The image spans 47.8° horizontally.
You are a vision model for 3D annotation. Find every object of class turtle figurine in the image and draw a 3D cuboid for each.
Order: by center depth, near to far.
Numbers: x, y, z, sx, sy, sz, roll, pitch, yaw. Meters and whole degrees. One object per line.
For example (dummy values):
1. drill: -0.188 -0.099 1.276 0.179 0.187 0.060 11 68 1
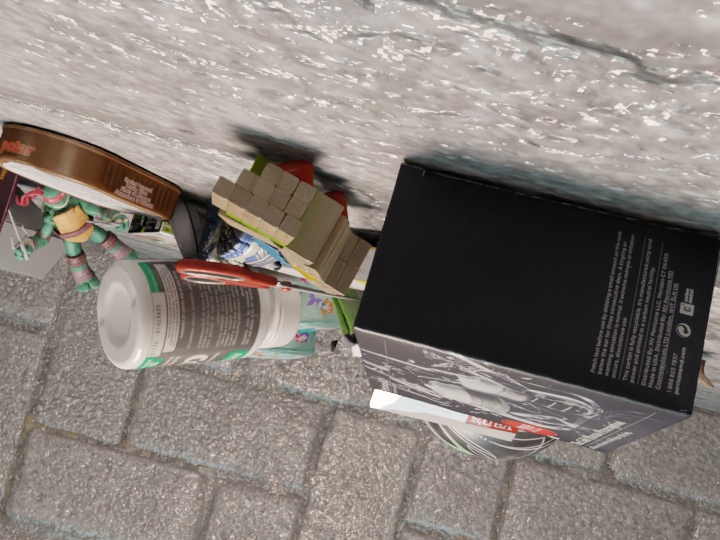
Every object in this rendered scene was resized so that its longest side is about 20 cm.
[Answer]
1. turtle figurine: -0.389 -0.057 1.113 0.149 0.101 0.200 -18 147 -1

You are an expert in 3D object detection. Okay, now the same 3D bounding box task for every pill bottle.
1. pill bottle: -0.171 0.043 0.883 0.200 0.113 0.113 -1 -173 -40

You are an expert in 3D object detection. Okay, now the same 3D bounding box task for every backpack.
1. backpack: -0.116 0.048 1.137 0.200 0.151 0.178 -4 -179 -13

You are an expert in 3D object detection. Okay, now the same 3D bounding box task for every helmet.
1. helmet: 0.163 0.135 0.992 0.200 0.191 0.200 -11 179 0

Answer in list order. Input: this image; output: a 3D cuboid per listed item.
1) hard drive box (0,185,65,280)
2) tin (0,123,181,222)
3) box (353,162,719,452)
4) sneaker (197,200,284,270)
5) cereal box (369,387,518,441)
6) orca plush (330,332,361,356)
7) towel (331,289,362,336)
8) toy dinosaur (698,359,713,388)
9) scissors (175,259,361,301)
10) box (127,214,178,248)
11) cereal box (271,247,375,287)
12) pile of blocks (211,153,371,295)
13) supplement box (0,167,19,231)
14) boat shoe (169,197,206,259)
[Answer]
1. hard drive box: -0.530 -0.077 1.133 0.156 0.077 0.200 40 -175 22
2. tin: -0.254 -0.088 0.772 0.112 0.042 0.200 17 176 23
3. box: 0.100 0.036 0.524 0.182 0.104 0.200 15 164 9
4. sneaker: -0.106 -0.027 0.795 0.085 0.077 0.200 13 176 -22
5. cereal box: 0.099 0.065 0.710 0.144 0.040 0.200 14 132 -2
6. orca plush: 0.068 0.074 0.880 0.200 0.071 0.105 -1 135 -3
7. towel: 0.026 0.058 1.070 0.200 0.031 0.149 24 -150 -44
8. toy dinosaur: 0.409 0.140 1.090 0.135 0.086 0.200 6 163 -26
9. scissors: -0.081 0.014 0.788 0.200 0.014 0.073 10 166 -18
10. box: -0.243 -0.051 1.113 0.110 0.035 0.200 18 174 -27
11. cereal box: 0.000 0.000 0.851 0.200 0.040 0.144 9 175 45
12. pile of blocks: -0.045 -0.041 0.584 0.082 0.062 0.200 26 170 18
13. supplement box: -0.450 -0.098 0.799 0.200 0.111 0.086 18 174 -28
14. boat shoe: -0.176 -0.035 0.946 0.066 0.072 0.200 -20 158 -7
